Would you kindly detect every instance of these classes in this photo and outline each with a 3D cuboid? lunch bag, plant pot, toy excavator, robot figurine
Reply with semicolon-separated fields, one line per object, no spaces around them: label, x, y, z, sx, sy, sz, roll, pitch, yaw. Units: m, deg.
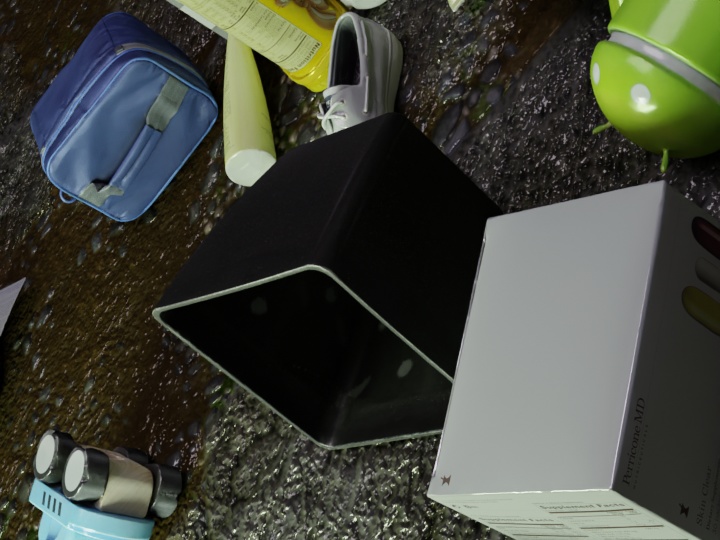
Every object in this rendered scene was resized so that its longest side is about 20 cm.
lunch bag;-0.256;-0.153;1.632;0.200;0.135;0.133;-51;35;14
plant pot;0.000;0.000;1.163;0.199;0.199;0.178;-14;45;47
toy excavator;-0.269;0.252;1.411;0.194;0.099;0.202;12;85;56
robot figurine;0.234;-0.164;1.033;0.201;0.115;0.175;-58;37;5

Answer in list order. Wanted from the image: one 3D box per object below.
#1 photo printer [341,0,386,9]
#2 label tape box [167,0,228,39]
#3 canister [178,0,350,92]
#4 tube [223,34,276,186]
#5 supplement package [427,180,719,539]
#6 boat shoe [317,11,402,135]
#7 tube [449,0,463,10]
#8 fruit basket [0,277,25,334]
photo printer;-0.025;-0.373;1.473;0.069;0.167;0.201;-21;47;17
label tape box;-0.173;-0.341;1.603;0.063;0.199;0.145;-33;43;33
canister;-0.111;-0.269;1.472;0.087;0.199;0.149;-53;35;12
tube;-0.115;-0.173;1.538;0.058;0.052;0.201;-43;39;32
supplement package;0.151;0.065;0.982;0.155;0.111;0.201;-11;58;48
boat shoe;-0.006;-0.143;1.365;0.072;0.068;0.201;-17;53;45
tube;0.080;-0.320;1.389;0.058;0.051;0.201;91;164;-45
fruit basket;-0.463;0.116;1.770;0.185;0.094;0.201;-25;33;40
